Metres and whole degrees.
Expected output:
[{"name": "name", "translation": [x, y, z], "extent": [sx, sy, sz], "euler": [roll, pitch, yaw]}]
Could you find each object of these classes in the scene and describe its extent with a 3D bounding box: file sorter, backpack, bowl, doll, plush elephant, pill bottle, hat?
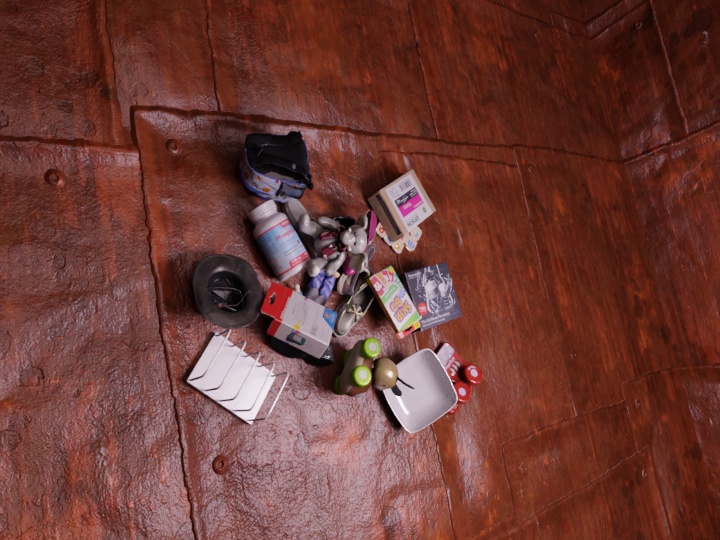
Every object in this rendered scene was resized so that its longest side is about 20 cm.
[{"name": "file sorter", "translation": [-0.292, 0.258, 1.317], "extent": [0.199, 0.123, 0.141], "euler": [40, 57, -20]}, {"name": "backpack", "translation": [-0.242, -0.289, 1.492], "extent": [0.186, 0.154, 0.205], "euler": [9, 51, -34]}, {"name": "bowl", "translation": [0.169, 0.354, 1.622], "extent": [0.196, 0.075, 0.204], "euler": [-31, 93, -6]}, {"name": "doll", "translation": [-0.134, 0.077, 1.532], "extent": [0.136, 0.048, 0.204], "euler": [40, 63, -30]}, {"name": "plush elephant", "translation": [-0.051, -0.075, 1.472], "extent": [0.198, 0.151, 0.170], "euler": [9, 69, -55]}, {"name": "pill bottle", "translation": [-0.224, -0.083, 1.475], "extent": [0.108, 0.108, 0.204], "euler": [-34, 97, -37]}, {"name": "hat", "translation": [-0.341, 0.064, 1.359], "extent": [0.196, 0.081, 0.206], "euler": [17, 55, -25]}]

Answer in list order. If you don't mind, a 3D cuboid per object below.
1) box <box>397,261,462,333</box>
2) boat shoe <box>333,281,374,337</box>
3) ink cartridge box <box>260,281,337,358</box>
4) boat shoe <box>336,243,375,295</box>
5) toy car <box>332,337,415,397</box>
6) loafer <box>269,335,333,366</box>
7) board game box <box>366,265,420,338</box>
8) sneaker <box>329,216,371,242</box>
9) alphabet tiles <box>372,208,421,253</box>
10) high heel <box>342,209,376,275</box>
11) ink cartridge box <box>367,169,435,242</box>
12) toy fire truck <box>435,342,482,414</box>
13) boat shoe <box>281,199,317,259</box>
[{"name": "box", "translation": [0.207, 0.090, 1.744], "extent": [0.196, 0.103, 0.188], "euler": [-14, 84, -37]}, {"name": "boat shoe", "translation": [-0.017, 0.110, 1.601], "extent": [0.072, 0.060, 0.204], "euler": [45, 55, -16]}, {"name": "ink cartridge box", "translation": [-0.169, 0.129, 1.418], "extent": [0.196, 0.068, 0.118], "euler": [28, 41, -10]}, {"name": "boat shoe", "translation": [0.000, 0.000, 1.625], "extent": [0.063, 0.073, 0.201], "euler": [21, 52, 20]}, {"name": "toy car", "translation": [0.048, 0.302, 1.505], "extent": [0.196, 0.164, 0.161], "euler": [29, 61, -12]}, {"name": "loafer", "translation": [-0.159, 0.199, 1.473], "extent": [0.197, 0.072, 0.074], "euler": [27, 47, -32]}, {"name": "board game box", "translation": [0.104, 0.095, 1.620], "extent": [0.094, 0.030, 0.204], "euler": [-25, 85, -32]}, {"name": "sneaker", "translation": [-0.027, -0.122, 1.647], "extent": [0.195, 0.082, 0.074], "euler": [6, 73, -34]}, {"name": "alphabet tiles", "translation": [0.123, -0.161, 1.812], "extent": [0.199, 0.014, 0.198], "euler": [42, 54, -19]}, {"name": "high heel", "translation": [-0.007, -0.083, 1.585], "extent": [0.098, 0.065, 0.203], "euler": [80, 28, -50]}, {"name": "ink cartridge box", "translation": [0.139, -0.217, 1.787], "extent": [0.199, 0.074, 0.167], "euler": [-37, 97, -40]}, {"name": "toy fire truck", "translation": [0.282, 0.348, 1.736], "extent": [0.167, 0.113, 0.200], "euler": [40, 54, 10]}, {"name": "boat shoe", "translation": [-0.152, -0.128, 1.567], "extent": [0.074, 0.068, 0.203], "euler": [-39, 100, -37]}]
